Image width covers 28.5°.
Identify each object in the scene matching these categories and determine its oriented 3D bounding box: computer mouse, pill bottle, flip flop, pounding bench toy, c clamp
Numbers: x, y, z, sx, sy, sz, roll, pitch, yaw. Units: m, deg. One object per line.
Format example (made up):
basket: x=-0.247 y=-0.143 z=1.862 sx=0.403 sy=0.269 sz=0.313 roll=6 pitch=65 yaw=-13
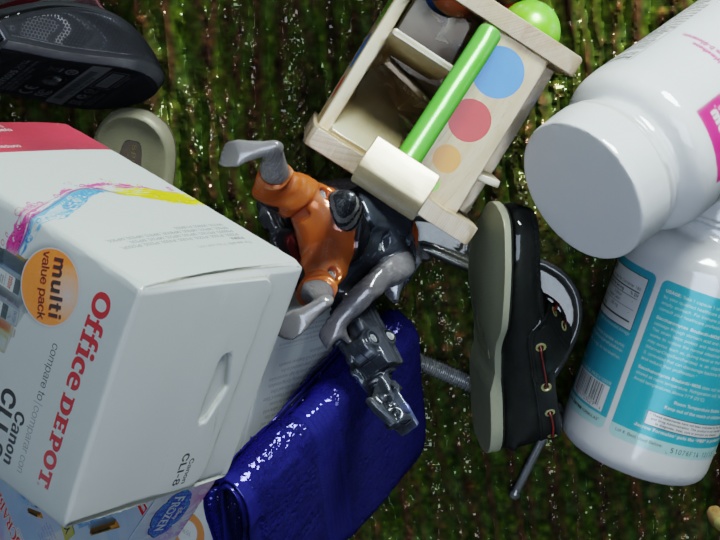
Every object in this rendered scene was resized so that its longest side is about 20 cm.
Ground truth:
computer mouse: x=-0.217 y=-0.154 z=0.935 sx=0.138 sy=0.199 sz=0.053 roll=-21 pitch=71 yaw=41
pill bottle: x=0.222 y=0.040 z=0.995 sx=0.110 sy=0.111 sz=0.201 roll=17 pitch=103 yaw=-4
flip flop: x=-0.171 y=-0.015 z=1.010 sx=0.080 sy=0.058 sz=0.201 roll=10 pitch=105 yaw=-2
pounding bench toy: x=0.056 y=-0.117 z=0.908 sx=0.124 sy=0.200 sz=0.157 roll=32 pitch=98 yaw=-7
c clamp: x=0.074 y=0.056 z=1.042 sx=0.199 sy=0.027 sz=0.172 roll=29 pitch=102 yaw=-6
pill bottle: x=0.205 y=-0.097 z=0.914 sx=0.200 sy=0.113 sz=0.114 roll=-35 pitch=104 yaw=-29

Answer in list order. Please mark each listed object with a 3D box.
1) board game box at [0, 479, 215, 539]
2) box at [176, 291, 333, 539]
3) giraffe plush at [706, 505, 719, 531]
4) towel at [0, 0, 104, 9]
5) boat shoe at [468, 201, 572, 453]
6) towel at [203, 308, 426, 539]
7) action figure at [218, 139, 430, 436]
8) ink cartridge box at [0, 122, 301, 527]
board game box: x=-0.192 y=0.126 z=0.960 sx=0.041 sy=0.201 sz=0.200 roll=3 pitch=134 yaw=-42
box: x=-0.106 y=0.096 z=0.994 sx=0.124 sy=0.097 sz=0.201 roll=22 pitch=105 yaw=26
giraffe plush: x=0.357 y=0.132 z=1.007 sx=0.161 sy=0.172 sz=0.202 roll=4 pitch=94 yaw=-22
towel: x=-0.259 y=-0.196 z=0.909 sx=0.143 sy=0.200 sz=0.023 roll=-17 pitch=69 yaw=3
boat shoe: x=0.110 y=0.037 z=0.974 sx=0.063 sy=0.074 sz=0.202 roll=-9 pitch=124 yaw=-7
towel: x=-0.028 y=0.132 z=0.972 sx=0.049 sy=0.200 sz=0.148 roll=22 pitch=136 yaw=29
action figure: x=0.000 y=0.000 z=0.898 sx=0.104 sy=0.193 sz=0.201 roll=-35 pitch=78 yaw=19
ink cartridge box: x=-0.165 y=0.022 z=0.803 sx=0.199 sy=0.144 sz=0.146 roll=29 pitch=109 yaw=26
